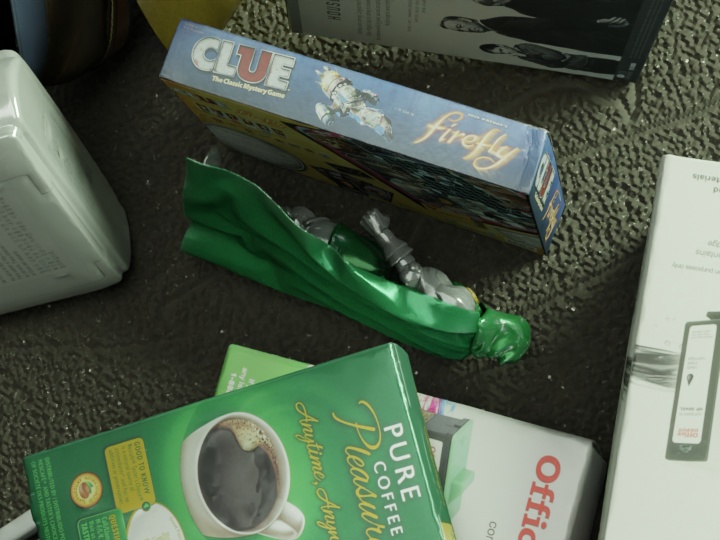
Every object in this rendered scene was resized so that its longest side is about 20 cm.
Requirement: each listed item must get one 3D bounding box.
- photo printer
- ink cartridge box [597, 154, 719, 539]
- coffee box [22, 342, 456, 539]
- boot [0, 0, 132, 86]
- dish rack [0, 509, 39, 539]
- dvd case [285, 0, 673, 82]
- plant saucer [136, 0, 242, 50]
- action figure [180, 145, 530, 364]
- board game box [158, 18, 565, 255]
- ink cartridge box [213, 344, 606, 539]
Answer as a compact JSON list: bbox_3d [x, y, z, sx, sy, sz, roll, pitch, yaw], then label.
[{"bbox_3d":[-0.246,-0.031,0.860,0.198,0.167,0.070,-15,57,8],"label":"photo printer"},{"bbox_3d":[0.169,0.062,0.768,0.084,0.146,0.202,9,81,11],"label":"ink cartridge box"},{"bbox_3d":[-0.057,0.122,0.765,0.199,0.044,0.124,-19,75,9],"label":"coffee box"},{"bbox_3d":[-0.174,-0.187,0.841,0.074,0.097,0.201,10,124,23],"label":"boot"},{"bbox_3d":[-0.181,0.234,0.854,0.199,0.044,0.172,-33,74,3],"label":"dish rack"},{"bbox_3d":[0.058,-0.146,0.814,0.198,0.150,0.025,9,77,3],"label":"dvd case"},{"bbox_3d":[-0.078,-0.226,0.847,0.048,0.200,0.202,13,80,-12],"label":"plant saucer"},{"bbox_3d":[0.000,0.000,0.847,0.199,0.118,0.055,27,72,6],"label":"action figure"},{"bbox_3d":[0.006,-0.068,0.832,0.199,0.136,0.035,19,83,13],"label":"board game box"},{"bbox_3d":[0.014,0.135,0.814,0.198,0.084,0.146,14,81,14],"label":"ink cartridge box"}]
